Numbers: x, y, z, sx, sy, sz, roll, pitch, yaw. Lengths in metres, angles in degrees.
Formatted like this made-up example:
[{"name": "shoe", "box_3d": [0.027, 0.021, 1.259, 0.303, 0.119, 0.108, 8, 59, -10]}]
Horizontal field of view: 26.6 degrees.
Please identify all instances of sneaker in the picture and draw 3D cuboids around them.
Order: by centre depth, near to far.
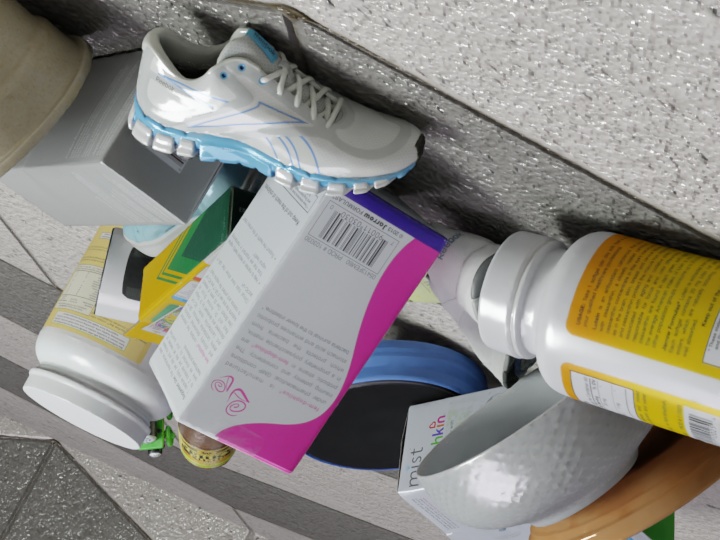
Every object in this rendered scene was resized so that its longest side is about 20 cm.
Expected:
[{"name": "sneaker", "box_3d": [-0.055, -0.109, 0.975, 0.199, 0.075, 0.087, 12, 128, 7]}, {"name": "sneaker", "box_3d": [0.097, 0.021, 1.144, 0.087, 0.075, 0.200, 37, 167, 30]}, {"name": "sneaker", "box_3d": [-0.153, -0.070, 1.225, 0.082, 0.074, 0.200, 36, 149, -24]}]

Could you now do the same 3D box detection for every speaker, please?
[{"name": "speaker", "box_3d": [-0.129, 0.022, 1.344, 0.199, 0.081, 0.081, 13, 164, -8]}]

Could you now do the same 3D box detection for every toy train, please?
[{"name": "toy train", "box_3d": [-0.222, 0.095, 1.602, 0.042, 0.201, 0.056, -7, 160, 9]}]

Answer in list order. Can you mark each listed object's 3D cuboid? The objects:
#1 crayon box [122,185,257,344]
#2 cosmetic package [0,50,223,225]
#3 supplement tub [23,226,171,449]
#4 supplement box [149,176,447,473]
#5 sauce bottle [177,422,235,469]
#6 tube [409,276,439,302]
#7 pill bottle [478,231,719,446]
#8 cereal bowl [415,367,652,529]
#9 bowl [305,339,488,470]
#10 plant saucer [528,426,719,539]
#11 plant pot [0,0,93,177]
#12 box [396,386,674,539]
[{"name": "crayon box", "box_3d": [-0.091, 0.010, 1.203, 0.125, 0.052, 0.200, 17, 149, -26]}, {"name": "cosmetic package", "box_3d": [-0.182, -0.096, 1.126, 0.090, 0.107, 0.200, 37, 162, -28]}, {"name": "supplement tub", "box_3d": [-0.216, 0.052, 1.437, 0.145, 0.200, 0.145, 24, 162, 8]}, {"name": "supplement box", "box_3d": [-0.047, 0.024, 1.066, 0.101, 0.200, 0.103, 30, -173, -28]}, {"name": "sauce bottle", "box_3d": [-0.152, 0.153, 1.520, 0.065, 0.065, 0.200, 26, 163, 4]}, {"name": "tube", "box_3d": [0.000, 0.000, 1.236, 0.200, 0.052, 0.058, 3, -171, 44]}, {"name": "pill bottle", "box_3d": [0.181, 0.038, 0.970, 0.200, 0.111, 0.111, 17, 160, 29]}, {"name": "cereal bowl", "box_3d": [0.142, 0.126, 1.114, 0.083, 0.200, 0.200, 54, 160, -2]}, {"name": "bowl", "box_3d": [0.022, 0.132, 1.432, 0.200, 0.039, 0.201, -1, 147, -1]}, {"name": "plant saucer", "box_3d": [0.210, 0.154, 1.166, 0.038, 0.200, 0.200, 58, 160, 0]}, {"name": "plant pot", "box_3d": [-0.319, -0.159, 1.047, 0.200, 0.201, 0.184, 4, 140, 51]}, {"name": "box", "box_3d": [0.162, 0.193, 1.374, 0.176, 0.097, 0.200, -16, 139, 34]}]
